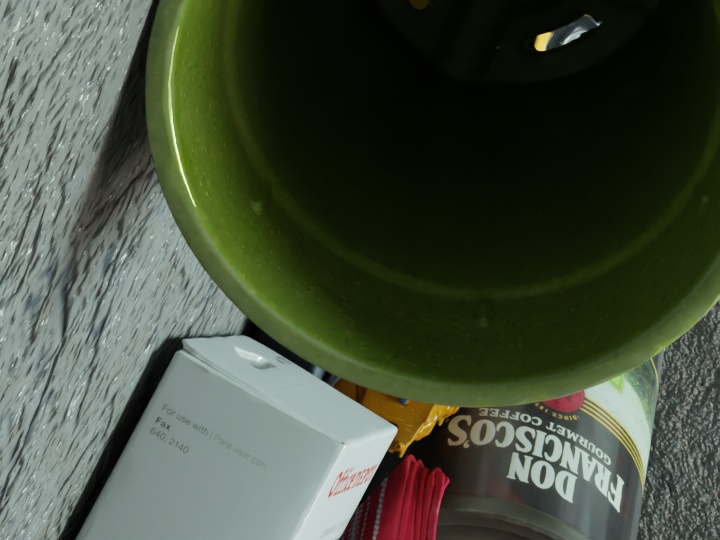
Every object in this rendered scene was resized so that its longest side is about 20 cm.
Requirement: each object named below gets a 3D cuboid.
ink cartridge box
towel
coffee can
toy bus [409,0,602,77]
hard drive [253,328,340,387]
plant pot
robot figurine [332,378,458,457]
[{"bbox_3d":[-0.074,0.136,1.123,0.201,0.086,0.146,-61,171,5],"label":"ink cartridge box"},{"bbox_3d":[-0.030,0.187,1.206,0.200,0.022,0.145,-49,-164,30],"label":"towel"},{"bbox_3d":[0.076,0.094,1.373,0.147,0.146,0.201,108,-3,-47],"label":"coffee can"},{"bbox_3d":[0.061,-0.135,1.031,0.065,0.078,0.201,-123,-139,-53],"label":"toy bus"},{"bbox_3d":[0.000,0.000,1.276,0.200,0.042,0.135,-48,164,-57],"label":"hard drive"},{"bbox_3d":[0.045,-0.086,0.903,0.190,0.199,0.201,-70,-178,-63],"label":"plant pot"},{"bbox_3d":[0.058,-0.015,1.234,0.201,0.058,0.145,-63,172,11],"label":"robot figurine"}]
